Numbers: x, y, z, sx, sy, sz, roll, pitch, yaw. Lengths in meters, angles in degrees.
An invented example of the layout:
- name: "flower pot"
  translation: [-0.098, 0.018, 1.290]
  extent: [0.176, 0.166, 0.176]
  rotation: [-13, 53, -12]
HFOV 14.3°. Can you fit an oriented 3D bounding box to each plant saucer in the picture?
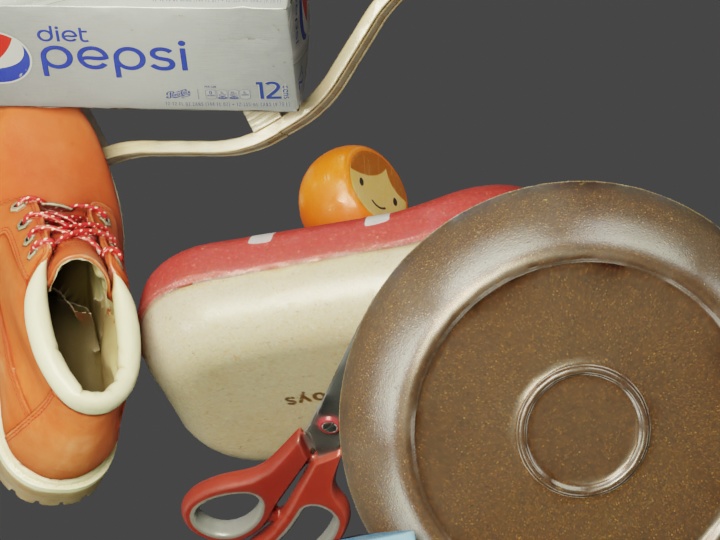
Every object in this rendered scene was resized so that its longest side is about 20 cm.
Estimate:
- name: "plant saucer"
  translation: [0.091, 0.064, 1.198]
  extent: [0.199, 0.032, 0.201]
  rotation: [-1, 100, -4]

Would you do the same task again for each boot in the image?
- name: "boot"
  translation: [-0.131, -0.008, 1.280]
  extent: [0.075, 0.107, 0.201]
  rotation: [-1, 64, -17]

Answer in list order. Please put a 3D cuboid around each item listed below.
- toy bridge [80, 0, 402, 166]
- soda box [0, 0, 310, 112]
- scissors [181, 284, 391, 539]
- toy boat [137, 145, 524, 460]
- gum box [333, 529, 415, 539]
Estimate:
- name: "toy bridge"
  translation: [-0.054, -0.092, 1.352]
  extent: [0.200, 0.027, 0.067]
  rotation: [-30, 82, 10]
- name: "soda box"
  translation: [-0.125, -0.118, 1.298]
  extent: [0.199, 0.068, 0.064]
  rotation: [1, 50, 6]
- name: "scissors"
  translation: [-0.011, 0.075, 1.273]
  extent: [0.073, 0.014, 0.200]
  rotation: [26, 132, -17]
- name: "toy boat"
  translation: [0.000, 0.000, 1.301]
  extent: [0.199, 0.131, 0.131]
  rotation: [-9, 55, 11]
- name: "gum box"
  translation: [-0.040, 0.215, 1.141]
  extent: [0.045, 0.169, 0.201]
  rotation: [-12, 85, 55]
